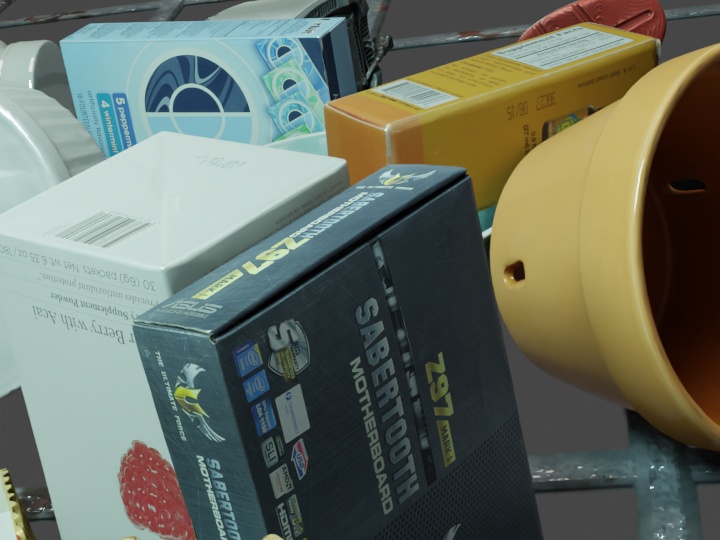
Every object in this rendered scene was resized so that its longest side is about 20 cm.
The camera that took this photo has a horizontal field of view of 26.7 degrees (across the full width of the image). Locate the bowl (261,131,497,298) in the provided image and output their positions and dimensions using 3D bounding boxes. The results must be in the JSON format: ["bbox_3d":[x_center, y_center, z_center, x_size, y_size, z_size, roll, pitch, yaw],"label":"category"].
[{"bbox_3d":[0.000,0.000,0.890,0.198,0.106,0.201,-3,27,2],"label":"bowl"}]

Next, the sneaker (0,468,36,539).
[{"bbox_3d":[-0.181,0.164,0.675,0.089,0.076,0.200,-23,21,-8],"label":"sneaker"}]

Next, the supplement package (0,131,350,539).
[{"bbox_3d":[-0.071,0.056,0.694,0.120,0.202,0.119,11,31,37],"label":"supplement package"}]

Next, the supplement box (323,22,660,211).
[{"bbox_3d":[0.078,-0.082,0.851,0.198,0.067,0.069,-19,27,-28],"label":"supplement box"}]

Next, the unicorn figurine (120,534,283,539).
[{"bbox_3d":[-0.042,0.171,0.560,0.073,0.139,0.199,-27,13,-29],"label":"unicorn figurine"}]

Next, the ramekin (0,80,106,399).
[{"bbox_3d":[-0.238,-0.027,0.947,0.200,0.205,0.094,1,15,22],"label":"ramekin"}]

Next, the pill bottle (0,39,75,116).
[{"bbox_3d":[-0.353,-0.139,1.305,0.197,0.116,0.114,-4,25,12],"label":"pill bottle"}]

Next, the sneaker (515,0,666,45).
[{"bbox_3d":[0.140,-0.153,1.136,0.199,0.079,0.116,-31,12,22],"label":"sneaker"}]

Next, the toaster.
[{"bbox_3d":[-0.069,-0.166,1.262,0.128,0.115,0.200,2,29,28],"label":"toaster"}]

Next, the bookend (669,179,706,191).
[{"bbox_3d":[0.296,-0.106,0.896,0.197,0.092,0.202,5,58,40],"label":"bookend"}]

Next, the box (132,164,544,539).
[{"bbox_3d":[0.002,0.077,0.626,0.051,0.203,0.157,7,28,41],"label":"box"}]

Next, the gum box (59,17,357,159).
[{"bbox_3d":[-0.093,-0.081,1.025,0.197,0.172,0.045,3,27,25],"label":"gum box"}]

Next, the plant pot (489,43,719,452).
[{"bbox_3d":[0.161,-0.010,0.784,0.199,0.202,0.139,-27,15,-34],"label":"plant pot"}]
